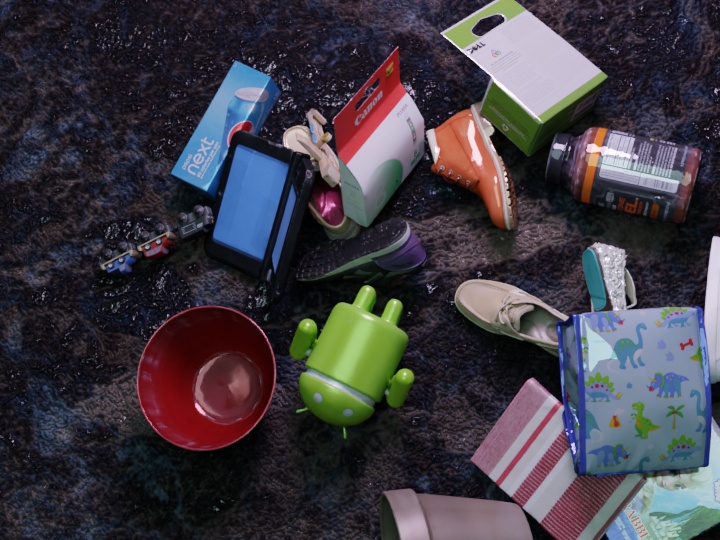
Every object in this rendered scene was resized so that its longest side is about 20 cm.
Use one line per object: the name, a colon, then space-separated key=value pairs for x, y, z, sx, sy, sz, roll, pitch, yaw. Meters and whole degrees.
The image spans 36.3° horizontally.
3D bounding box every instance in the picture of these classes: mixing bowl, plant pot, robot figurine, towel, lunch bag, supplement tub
mixing bowl: x=-0.202 y=0.158 z=1.545 sx=0.199 sy=0.108 sz=0.201 roll=-3 pitch=75 yaw=11
plant pot: x=0.126 y=0.370 z=1.401 sx=0.173 sy=0.200 sz=0.201 roll=-6 pitch=74 yaw=-8
robot figurine: x=-0.009 y=0.124 z=1.511 sx=0.175 sy=0.116 sz=0.201 roll=27 pitch=83 yaw=4
towel: x=0.257 y=0.258 z=1.438 sx=0.200 sy=0.023 sz=0.144 roll=41 pitch=107 yaw=25
lunch bag: x=0.342 y=0.152 z=1.373 sx=0.169 sy=0.127 sz=0.201 roll=-4 pitch=80 yaw=-2
supplement tub: x=0.359 y=-0.136 z=1.509 sx=0.199 sy=0.107 sz=0.107 roll=14 pitch=79 yaw=15

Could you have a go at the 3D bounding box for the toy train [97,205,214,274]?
toy train: x=-0.305 y=-0.040 z=1.643 sx=0.199 sy=0.034 sz=0.046 roll=-24 pitch=77 yaw=15

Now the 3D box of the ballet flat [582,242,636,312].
ballet flat: x=0.348 y=0.058 z=1.487 sx=0.071 sy=0.072 sz=0.201 roll=-6 pitch=77 yaw=10

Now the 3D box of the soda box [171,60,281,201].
soda box: x=-0.201 y=-0.209 z=1.661 sx=0.068 sy=0.064 sz=0.201 roll=26 pitch=83 yaw=16

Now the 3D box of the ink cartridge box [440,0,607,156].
ink cartridge box: x=0.224 y=-0.282 z=1.560 sx=0.148 sy=0.076 sz=0.200 roll=-35 pitch=69 yaw=-27

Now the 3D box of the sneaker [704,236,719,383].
sneaker: x=0.512 y=0.056 z=1.447 sx=0.115 sy=0.074 sz=0.201 roll=7 pitch=76 yaw=16

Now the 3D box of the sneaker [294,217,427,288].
sneaker: x=0.000 y=0.000 z=1.563 sx=0.199 sy=0.088 sz=0.076 roll=-16 pitch=37 yaw=31

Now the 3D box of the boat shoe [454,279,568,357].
boat shoe: x=0.217 y=0.060 z=1.504 sx=0.200 sy=0.065 sz=0.072 roll=26 pitch=84 yaw=23

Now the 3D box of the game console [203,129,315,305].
game console: x=-0.148 y=-0.077 z=1.559 sx=0.116 sy=0.176 sz=0.201 roll=13 pitch=106 yaw=-11

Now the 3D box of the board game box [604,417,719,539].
board game box: x=0.384 y=0.259 z=1.438 sx=0.199 sy=0.041 sz=0.200 roll=-30 pitch=72 yaw=3

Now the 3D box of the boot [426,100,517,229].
boot: x=0.160 y=-0.136 z=1.570 sx=0.107 sy=0.075 sz=0.201 roll=-21 pitch=65 yaw=9

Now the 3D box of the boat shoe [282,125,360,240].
boat shoe: x=-0.060 y=-0.136 z=1.611 sx=0.074 sy=0.069 sz=0.200 roll=-30 pitch=73 yaw=2

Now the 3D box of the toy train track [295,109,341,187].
toy train track: x=-0.048 y=-0.184 z=1.579 sx=0.033 sy=0.115 sz=0.200 roll=-38 pitch=32 yaw=15

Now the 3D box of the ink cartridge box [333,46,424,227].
ink cartridge box: x=0.030 y=-0.181 z=1.513 sx=0.050 sy=0.200 sz=0.161 roll=27 pitch=61 yaw=19
